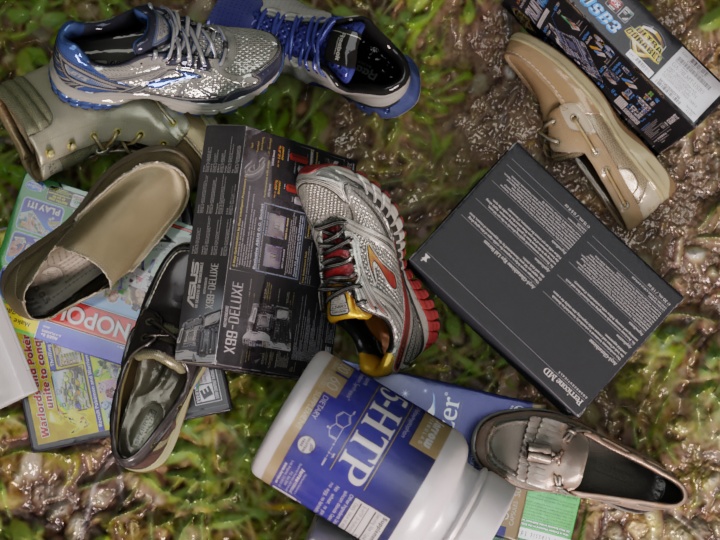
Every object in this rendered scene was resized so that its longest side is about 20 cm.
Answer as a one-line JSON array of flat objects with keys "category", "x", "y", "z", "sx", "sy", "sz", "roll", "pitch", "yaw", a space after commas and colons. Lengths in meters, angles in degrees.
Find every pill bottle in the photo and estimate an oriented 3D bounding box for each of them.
[{"category": "pill bottle", "x": 0.022, "y": 0.166, "z": 1.475, "sx": 0.199, "sy": 0.120, "sz": 0.120, "roll": 30, "pitch": 86, "yaw": 2}]

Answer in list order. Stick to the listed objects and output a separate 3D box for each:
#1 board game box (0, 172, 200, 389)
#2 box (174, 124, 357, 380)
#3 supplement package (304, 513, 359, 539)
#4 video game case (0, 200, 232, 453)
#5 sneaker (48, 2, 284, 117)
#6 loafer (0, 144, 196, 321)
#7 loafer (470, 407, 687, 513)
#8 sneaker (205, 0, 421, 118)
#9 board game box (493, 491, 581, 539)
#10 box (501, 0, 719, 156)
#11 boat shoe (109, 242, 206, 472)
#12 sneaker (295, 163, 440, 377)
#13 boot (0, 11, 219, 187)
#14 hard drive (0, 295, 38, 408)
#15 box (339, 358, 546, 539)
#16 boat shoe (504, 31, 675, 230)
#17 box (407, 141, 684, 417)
[{"category": "board game box", "x": -0.216, "y": 0.009, "z": 1.551, "sx": 0.199, "sy": 0.029, "sz": 0.135, "roll": 17, "pitch": 86, "yaw": -1}, {"category": "box", "x": -0.077, "y": -0.011, "z": 1.518, "sx": 0.050, "sy": 0.157, "sz": 0.201, "roll": 4, "pitch": 85, "yaw": 37}, {"category": "supplement package", "x": 0.030, "y": 0.300, "z": 1.511, "sx": 0.199, "sy": 0.121, "sz": 0.120, "roll": 23, "pitch": 98, "yaw": 1}, {"category": "video game case", "x": -0.220, "y": 0.044, "z": 1.577, "sx": 0.180, "sy": 0.026, "sz": 0.201, "roll": -12, "pitch": 88, "yaw": -2}, {"category": "sneaker", "x": -0.160, "y": -0.179, "z": 1.482, "sx": 0.199, "sy": 0.085, "sz": 0.077, "roll": -6, "pitch": 62, "yaw": -7}, {"category": "loafer", "x": -0.214, "y": -0.022, "z": 1.492, "sx": 0.200, "sy": 0.068, "sz": 0.076, "roll": -42, "pitch": 121, "yaw": 7}, {"category": "loafer", "x": 0.191, "y": 0.164, "z": 1.525, "sx": 0.199, "sy": 0.063, "sz": 0.072, "roll": 18, "pitch": 83, "yaw": -25}, {"category": "sneaker", "x": -0.037, "y": -0.199, "z": 1.550, "sx": 0.198, "sy": 0.115, "sz": 0.081, "roll": 19, "pitch": 85, "yaw": 0}, {"category": "board game box", "x": 0.094, "y": 0.196, "z": 1.576, "sx": 0.199, "sy": 0.023, "sz": 0.105, "roll": 15, "pitch": 84, "yaw": 0}, {"category": "box", "x": 0.209, "y": -0.190, "z": 1.514, "sx": 0.050, "sy": 0.200, "sz": 0.199, "roll": -43, "pitch": 87, "yaw": -3}, {"category": "boat shoe", "x": -0.162, "y": 0.073, "z": 1.502, "sx": 0.073, "sy": 0.065, "sz": 0.201, "roll": 13, "pitch": 86, "yaw": 1}, {"category": "sneaker", "x": 0.000, "y": 0.000, "z": 1.501, "sx": 0.082, "sy": 0.078, "sz": 0.201, "roll": -44, "pitch": 115, "yaw": -41}, {"category": "boot", "x": -0.209, "y": -0.110, "z": 1.538, "sx": 0.154, "sy": 0.072, "sz": 0.200, "roll": -34, "pitch": 81, "yaw": -27}, {"category": "hard drive", "x": -0.361, "y": 0.032, "z": 1.537, "sx": 0.131, "sy": 0.026, "sz": 0.201, "roll": -24, "pitch": 86, "yaw": 36}, {"category": "box", "x": 0.052, "y": 0.154, "z": 1.553, "sx": 0.199, "sy": 0.032, "sz": 0.122, "roll": 13, "pitch": 86, "yaw": 1}, {"category": "boat shoe", "x": 0.191, "y": -0.124, "z": 1.573, "sx": 0.064, "sy": 0.071, "sz": 0.200, "roll": -43, "pitch": 90, "yaw": -4}, {"category": "box", "x": 0.158, "y": 0.010, "z": 1.561, "sx": 0.200, "sy": 0.079, "sz": 0.141, "roll": 43, "pitch": 83, "yaw": 1}]
